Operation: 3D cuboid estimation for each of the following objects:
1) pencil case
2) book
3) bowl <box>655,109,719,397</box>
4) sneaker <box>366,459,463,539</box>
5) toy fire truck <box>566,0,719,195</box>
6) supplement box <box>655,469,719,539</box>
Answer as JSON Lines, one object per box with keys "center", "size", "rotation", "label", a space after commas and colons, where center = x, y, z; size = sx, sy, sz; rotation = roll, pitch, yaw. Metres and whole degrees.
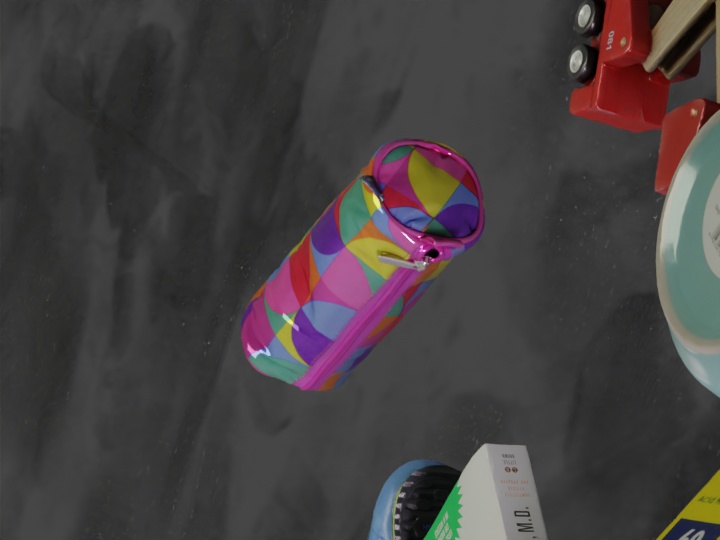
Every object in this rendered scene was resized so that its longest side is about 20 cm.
{"center": [0.000, 0.000, 1.585], "size": [0.200, 0.088, 0.089], "rotation": [-49, 37, 48], "label": "pencil case"}
{"center": [0.074, 0.209, 1.321], "size": [0.134, 0.048, 0.201], "rotation": [115, 151, -48], "label": "book"}
{"center": [0.203, -0.009, 1.134], "size": [0.201, 0.104, 0.202], "rotation": [-38, 46, 54], "label": "bowl"}
{"center": [0.025, 0.207, 1.461], "size": [0.078, 0.065, 0.202], "rotation": [156, 124, -73], "label": "sneaker"}
{"center": [0.165, -0.129, 1.336], "size": [0.141, 0.048, 0.202], "rotation": [-9, 69, 63], "label": "toy fire truck"}
{"center": [0.216, 0.085, 0.945], "size": [0.200, 0.110, 0.109], "rotation": [-44, 17, -20], "label": "supplement box"}
